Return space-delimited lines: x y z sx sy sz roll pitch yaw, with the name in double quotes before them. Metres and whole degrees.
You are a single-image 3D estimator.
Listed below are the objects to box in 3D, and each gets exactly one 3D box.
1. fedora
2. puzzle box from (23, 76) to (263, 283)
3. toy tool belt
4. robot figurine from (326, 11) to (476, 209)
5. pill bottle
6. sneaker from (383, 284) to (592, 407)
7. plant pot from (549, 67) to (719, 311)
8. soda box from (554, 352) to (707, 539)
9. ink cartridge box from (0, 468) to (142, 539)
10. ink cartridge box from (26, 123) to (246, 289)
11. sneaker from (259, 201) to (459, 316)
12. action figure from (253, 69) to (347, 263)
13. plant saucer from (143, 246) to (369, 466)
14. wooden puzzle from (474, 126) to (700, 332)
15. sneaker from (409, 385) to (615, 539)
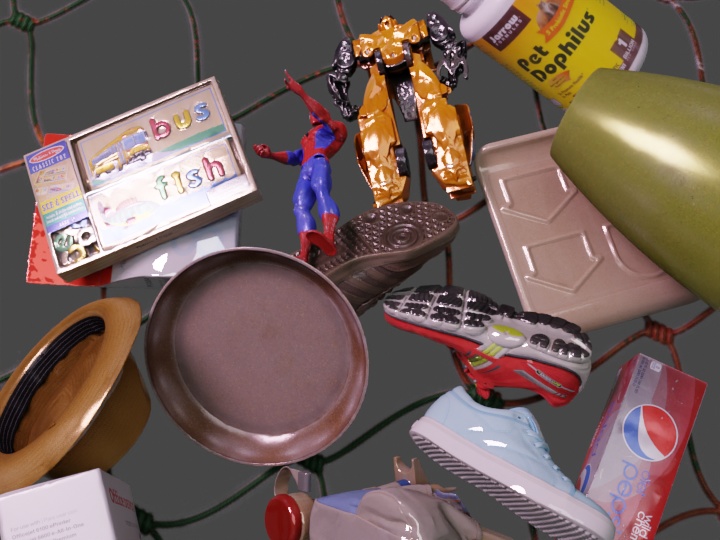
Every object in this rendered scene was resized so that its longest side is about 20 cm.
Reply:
"fedora" -0.237 0.116 0.783 0.082 0.200 0.201 47 70 -31
"puzzle box" -0.203 -0.087 0.857 0.199 0.025 0.133 -23 69 0
"toy tool belt" 0.025 0.219 0.767 0.123 0.200 0.126 3 88 -41
"robot figurine" 0.045 -0.159 0.913 0.144 0.058 0.201 -13 73 10
"pill bottle" 0.175 -0.244 0.903 0.200 0.109 0.110 32 71 -15
"sneaker" 0.108 0.074 0.845 0.199 0.085 0.077 19 28 18
"plant pot" 0.279 -0.095 0.825 0.200 0.187 0.187 32 72 18
"soda box" 0.237 0.181 0.821 0.070 0.063 0.201 25 72 5
"ink cartridge box" -0.207 0.267 0.718 0.083 0.145 0.201 -16 74 -9
"ink cartridge box" -0.213 -0.065 0.878 0.199 0.047 0.161 2 71 -5
"sneaker" 0.000 0.000 0.863 0.199 0.076 0.071 -21 46 -9
"action figure" -0.061 -0.101 0.850 0.099 0.065 0.200 36 38 -27
"plant saucer" -0.089 0.073 0.806 0.199 0.032 0.201 3 106 9
"wooden puzzle" 0.222 -0.043 0.907 0.184 0.046 0.201 -14 78 -8
"sneaker" 0.138 0.158 0.788 0.200 0.074 0.082 29 69 32
